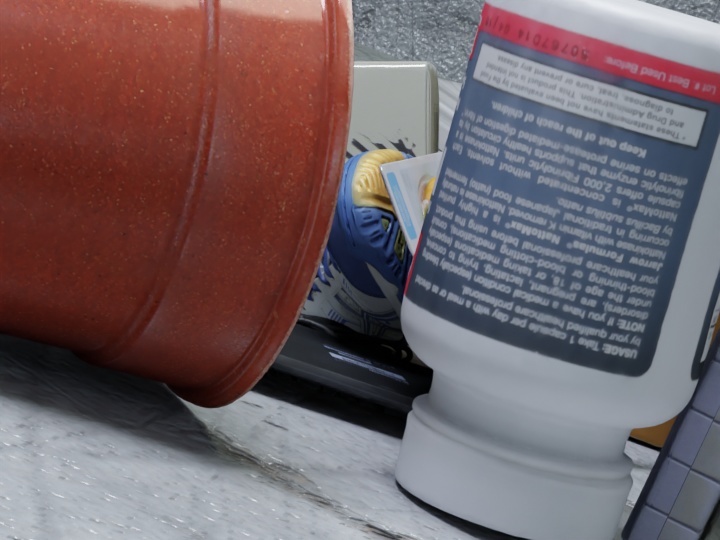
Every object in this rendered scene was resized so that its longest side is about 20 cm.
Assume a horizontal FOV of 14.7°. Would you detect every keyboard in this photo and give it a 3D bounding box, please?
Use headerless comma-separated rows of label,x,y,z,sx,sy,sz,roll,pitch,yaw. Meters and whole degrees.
keyboard,-0.006,0.042,1.213,0.199,0.021,0.127,20,9,-18

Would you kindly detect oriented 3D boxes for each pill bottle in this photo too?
pill bottle,0.081,-0.004,1.066,0.119,0.201,0.120,15,8,-2

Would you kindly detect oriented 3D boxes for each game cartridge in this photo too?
game cartridge,0.155,0.053,1.162,0.038,0.130,0.200,30,9,9

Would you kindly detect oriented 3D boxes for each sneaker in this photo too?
sneaker,0.000,0.000,1.275,0.087,0.076,0.200,-2,-16,14

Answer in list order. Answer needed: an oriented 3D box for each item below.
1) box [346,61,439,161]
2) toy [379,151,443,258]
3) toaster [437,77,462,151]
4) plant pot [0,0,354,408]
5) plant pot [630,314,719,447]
box,-0.062,-0.066,1.344,0.198,0.069,0.082,0,2,6
toy,0.064,-0.002,1.219,0.047,0.116,0.200,-21,0,10
toaster,0.084,-0.030,1.599,0.199,0.114,0.129,18,12,-35
plant pot,-0.132,-0.061,1.015,0.194,0.202,0.201,8,13,-24
plant pot,0.163,-0.013,1.418,0.199,0.184,0.200,21,9,-3
